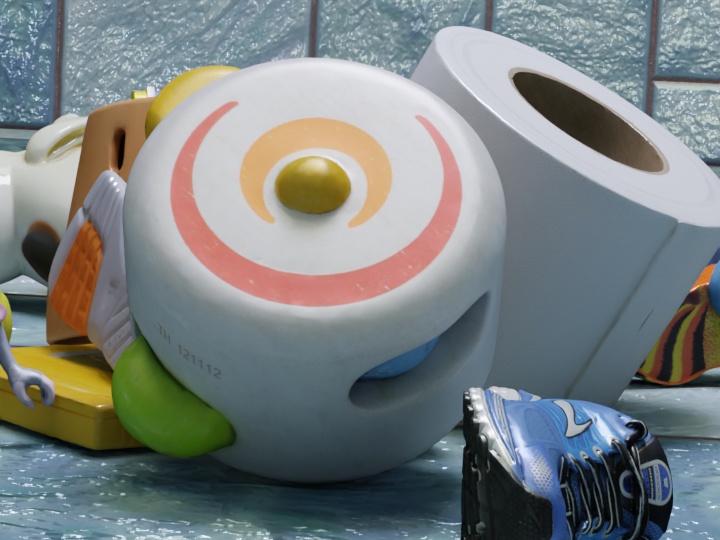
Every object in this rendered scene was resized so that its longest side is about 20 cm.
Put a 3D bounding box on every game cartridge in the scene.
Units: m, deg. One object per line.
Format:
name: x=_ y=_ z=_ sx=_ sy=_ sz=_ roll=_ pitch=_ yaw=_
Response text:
game cartridge: x=-0.105 y=0.063 z=1.403 sx=0.200 sy=0.033 sz=0.176 roll=-1 pitch=7 yaw=-38

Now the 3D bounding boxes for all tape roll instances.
tape roll: x=0.096 y=-0.029 z=1.470 sx=0.202 sy=0.139 sz=0.203 roll=27 pitch=19 yaw=-10

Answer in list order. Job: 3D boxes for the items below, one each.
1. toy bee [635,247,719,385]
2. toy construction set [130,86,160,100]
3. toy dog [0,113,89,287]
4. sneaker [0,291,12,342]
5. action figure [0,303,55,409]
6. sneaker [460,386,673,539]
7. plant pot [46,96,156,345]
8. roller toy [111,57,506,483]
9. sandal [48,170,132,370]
toy bee: x=0.246 y=0.032 z=1.625 sx=0.200 sy=0.109 sz=0.131 roll=-22 pitch=17 yaw=-1
toy construction set: x=-0.202 y=-0.111 z=2.416 sx=0.092 sy=0.132 sz=0.200 roll=3 pitch=7 yaw=-4
toy dog: x=-0.211 y=-0.026 z=1.802 sx=0.199 sy=0.140 sz=0.194 roll=6 pitch=44 yaw=15
sneaker: x=-0.279 y=-0.014 z=1.437 sx=0.200 sy=0.074 sz=0.085 roll=43 pitch=27 yaw=-6
action figure: x=-0.241 y=0.011 z=1.307 sx=0.134 sy=0.149 sz=0.200 roll=-4 pitch=-9 yaw=-34
sneaker: x=0.089 y=0.086 z=1.099 sx=0.089 sy=0.079 sz=0.200 roll=1 pitch=6 yaw=8
plant pot: x=-0.093 y=-0.029 z=1.560 sx=0.199 sy=0.140 sz=0.200 roll=-3 pitch=-5 yaw=0
roller toy: x=-0.022 y=-0.006 z=1.240 sx=0.182 sy=0.200 sz=0.140 roll=5 pitch=-38 yaw=3
sandal: x=-0.116 y=0.016 z=1.403 sx=0.059 sy=0.079 sz=0.207 roll=25 pitch=14 yaw=-29
